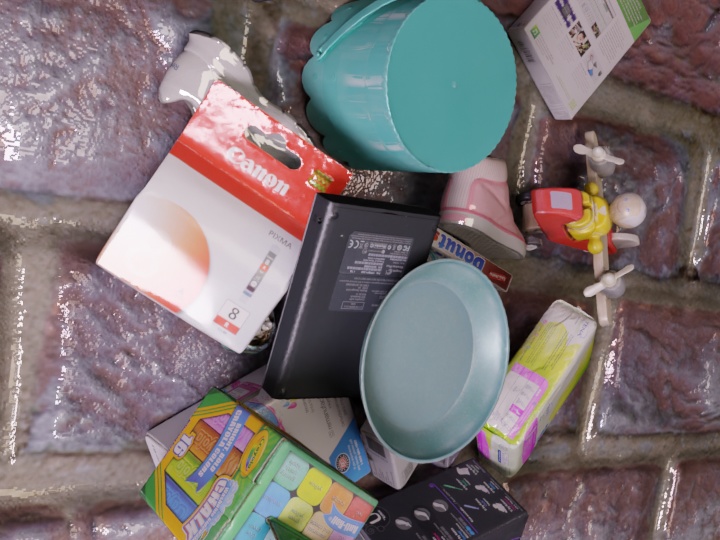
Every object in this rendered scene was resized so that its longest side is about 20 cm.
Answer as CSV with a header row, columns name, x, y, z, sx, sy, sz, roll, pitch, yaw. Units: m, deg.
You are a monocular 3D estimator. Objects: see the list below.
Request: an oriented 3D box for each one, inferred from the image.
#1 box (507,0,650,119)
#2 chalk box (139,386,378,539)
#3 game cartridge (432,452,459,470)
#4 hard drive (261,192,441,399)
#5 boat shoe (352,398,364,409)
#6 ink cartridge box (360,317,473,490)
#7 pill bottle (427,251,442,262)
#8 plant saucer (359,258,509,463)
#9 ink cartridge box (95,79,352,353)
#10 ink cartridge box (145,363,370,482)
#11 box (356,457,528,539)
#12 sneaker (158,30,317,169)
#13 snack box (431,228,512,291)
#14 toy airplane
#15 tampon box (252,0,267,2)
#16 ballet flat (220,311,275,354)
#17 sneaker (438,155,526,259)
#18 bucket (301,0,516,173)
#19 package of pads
name,x,y,z,sx,sy,sz,roll,pitch,yaw
box,0.286,-0.315,1.131,0.200,0.036,0.145,-48,122,-17
chalk box,-0.081,0.205,0.763,0.125,0.199,0.124,42,77,-32
game cartridge,0.125,0.152,1.035,0.130,0.038,0.200,-58,163,-22
hard drive,-0.008,0.031,0.853,0.139,0.033,0.202,4,110,-38
boat shoe,0.065,0.098,1.040,0.199,0.072,0.068,-28,144,-29
ink cartridge box,0.070,0.145,0.994,0.174,0.043,0.200,-56,161,-20
pill bottle,0.000,0.000,0.940,0.199,0.110,0.112,27,83,-36
plant saucer,0.068,0.087,0.867,0.199,0.036,0.202,-7,101,-38
ink cartridge box,-0.122,-0.047,0.814,0.162,0.050,0.201,33,101,-12
ink cartridge box,-0.104,0.193,0.920,0.199,0.084,0.146,-28,114,-27
box,0.084,0.329,1.047,0.199,0.106,0.123,-14,129,-33
sneaker,-0.115,-0.139,0.866,0.200,0.074,0.087,44,82,-24
snack box,0.089,-0.028,1.021,0.199,0.072,0.024,29,80,-35
toy airplane,0.308,-0.058,1.128,0.199,0.141,0.201,-45,109,-43
tampon box,-0.090,-0.373,0.794,0.149,0.126,0.202,21,87,-35
ballet flat,-0.116,-0.011,0.882,0.074,0.074,0.202,-16,107,-32
sneaker,0.152,-0.078,1.033,0.200,0.075,0.106,27,70,-60
bucket,0.057,-0.197,0.928,0.206,0.134,0.209,-8,104,-35
package of pads,0.221,0.150,1.114,0.200,0.068,0.155,-52,157,-17
